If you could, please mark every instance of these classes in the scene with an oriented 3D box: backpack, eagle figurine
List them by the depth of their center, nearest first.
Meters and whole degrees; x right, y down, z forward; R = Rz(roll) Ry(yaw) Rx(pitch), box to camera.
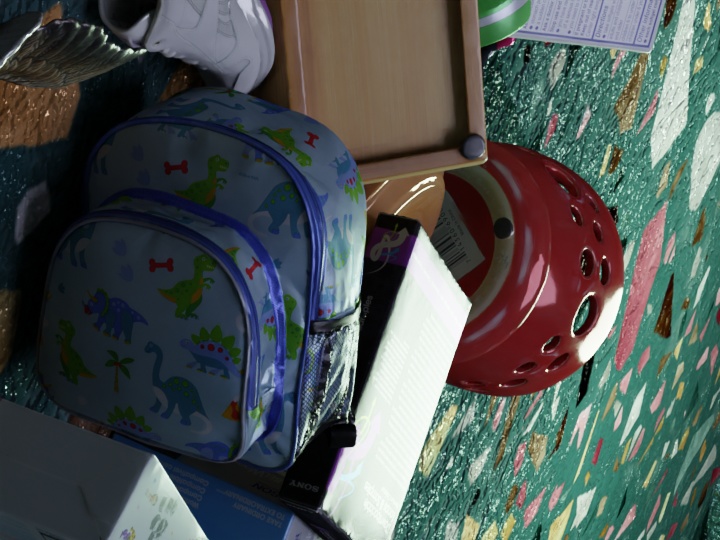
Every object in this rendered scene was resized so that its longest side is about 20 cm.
[{"bbox_3d":[-0.189,-0.096,0.981,0.200,0.150,0.152,67,27,-56],"label":"eagle figurine"},{"bbox_3d":[-0.090,0.005,1.250,0.147,0.182,0.202,-30,133,-61],"label":"backpack"}]

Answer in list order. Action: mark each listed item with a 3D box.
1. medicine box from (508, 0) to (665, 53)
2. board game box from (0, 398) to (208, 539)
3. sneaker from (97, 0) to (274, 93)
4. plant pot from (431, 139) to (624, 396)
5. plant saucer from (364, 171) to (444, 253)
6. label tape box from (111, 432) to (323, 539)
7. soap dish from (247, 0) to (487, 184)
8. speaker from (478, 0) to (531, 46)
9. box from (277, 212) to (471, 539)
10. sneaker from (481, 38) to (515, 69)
[{"bbox_3d":[0.137,-0.268,1.568,0.199,0.103,0.184,2,111,-34],"label":"medicine box"},{"bbox_3d":[-0.169,0.145,1.231,0.065,0.146,0.200,-63,160,-21],"label":"board game box"},{"bbox_3d":[-0.107,-0.157,1.243,0.099,0.075,0.200,-38,154,-14],"label":"sneaker"},{"bbox_3d":[0.087,-0.007,1.693,0.182,0.199,0.202,15,96,-62],"label":"plant pot"},{"bbox_3d":[0.000,0.000,1.475,0.201,0.032,0.201,-52,165,-20],"label":"plant saucer"},{"bbox_3d":[-0.094,0.151,1.436,0.200,0.142,0.067,-20,129,-65],"label":"label tape box"},{"bbox_3d":[0.004,-0.146,1.336,0.081,0.156,0.202,-135,-142,-66],"label":"soap dish"},{"bbox_3d":[0.053,-0.251,1.423,0.088,0.088,0.201,-47,127,-46],"label":"speaker"},{"bbox_3d":[0.012,0.082,1.413,0.143,0.036,0.202,54,51,-62],"label":"box"},{"bbox_3d":[0.048,-0.146,1.620,0.201,0.074,0.081,-57,157,-30],"label":"sneaker"}]
